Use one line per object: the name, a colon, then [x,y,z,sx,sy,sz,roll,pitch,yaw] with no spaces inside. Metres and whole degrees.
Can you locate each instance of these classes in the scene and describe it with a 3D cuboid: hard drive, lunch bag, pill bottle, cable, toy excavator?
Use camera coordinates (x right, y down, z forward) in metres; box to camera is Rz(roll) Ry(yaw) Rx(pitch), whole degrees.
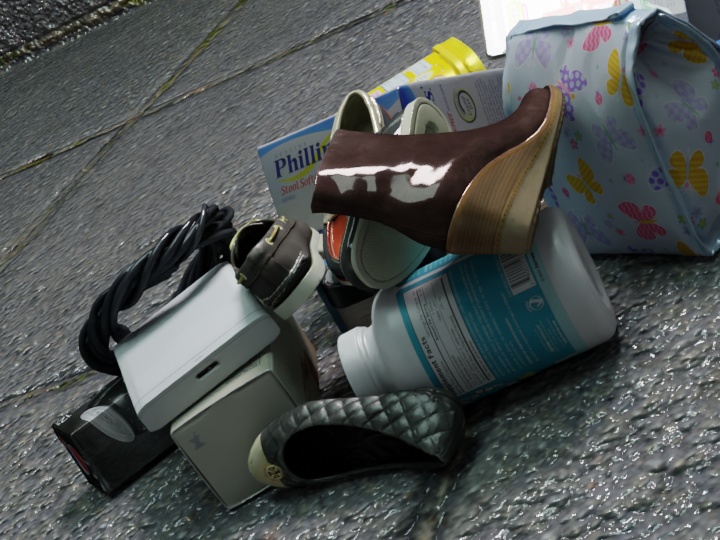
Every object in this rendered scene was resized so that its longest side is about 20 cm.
hard drive: [-0.143,0.060,1.421,0.132,0.027,0.200,-38,18,-3]
lunch bag: [0.217,-0.121,1.348,0.127,0.201,0.169,-41,21,-27]
pill bottle: [0.085,0.040,1.278,0.199,0.111,0.111,-25,20,13]
cable: [-0.183,0.014,1.538,0.163,0.051,0.200,-24,-27,-40]
toy excavator: [0.000,0.000,1.476,0.194,0.100,0.200,-25,28,10]

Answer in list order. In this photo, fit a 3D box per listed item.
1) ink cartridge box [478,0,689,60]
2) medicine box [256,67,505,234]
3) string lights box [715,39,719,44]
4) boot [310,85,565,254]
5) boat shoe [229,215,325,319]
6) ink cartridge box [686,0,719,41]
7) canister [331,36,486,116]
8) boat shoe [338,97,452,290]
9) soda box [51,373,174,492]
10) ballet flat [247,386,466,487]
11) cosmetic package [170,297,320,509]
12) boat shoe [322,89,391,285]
ink cartridge box: [0.194,-0.252,1.495,0.174,0.084,0.201,-11,53,11]
medicine box: [0.038,-0.110,1.610,0.182,0.104,0.200,-20,-1,38]
string lights box: [0.382,-0.172,1.379,0.199,0.103,0.059,-27,18,11]
boot: [0.062,-0.091,1.253,0.165,0.073,0.200,13,40,8]
boat shoe: [-0.075,-0.016,1.396,0.072,0.060,0.201,-51,13,3]
ink cartridge box: [0.295,-0.249,1.626,0.199,0.147,0.083,-18,28,33]
canister: [0.048,-0.167,1.875,0.199,0.087,0.149,-32,19,0]
boat shoe: [0.019,-0.052,1.317,0.067,0.072,0.201,-22,32,34]
soda box: [-0.178,0.113,1.535,0.200,0.071,0.063,-37,19,-20]
ballet flat: [-0.010,0.131,1.262,0.199,0.067,0.057,-18,32,34]
cosmetic package: [-0.094,0.101,1.415,0.103,0.087,0.200,-31,18,9]
boat shoe: [-0.001,-0.070,1.404,0.071,0.063,0.201,-14,39,20]
